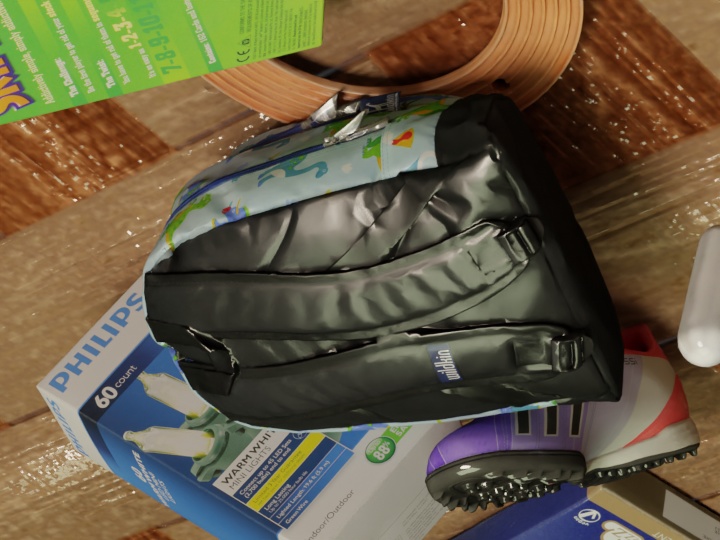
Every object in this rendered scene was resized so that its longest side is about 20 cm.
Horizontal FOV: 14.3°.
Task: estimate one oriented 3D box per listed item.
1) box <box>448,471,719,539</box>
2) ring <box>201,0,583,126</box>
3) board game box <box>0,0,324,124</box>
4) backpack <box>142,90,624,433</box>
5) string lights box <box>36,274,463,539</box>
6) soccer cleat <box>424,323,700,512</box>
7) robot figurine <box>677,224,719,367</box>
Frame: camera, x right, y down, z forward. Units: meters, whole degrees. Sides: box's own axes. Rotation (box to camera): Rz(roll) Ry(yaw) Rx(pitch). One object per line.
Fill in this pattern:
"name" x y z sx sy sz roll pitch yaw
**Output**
"box" 0.115 0.174 1.620 0.121 0.032 0.200 31 139 -24
"ring" 0.000 -0.128 1.271 0.200 0.019 0.200 7 143 5
"board game box" -0.111 -0.108 1.211 0.200 0.030 0.096 -17 148 -15
"backpack" 0.000 0.000 1.315 0.200 0.154 0.163 -22 123 13
"string lights box" -0.051 0.077 1.405 0.200 0.103 0.059 27 156 36
"soccer cleat" 0.091 0.069 1.377 0.068 0.073 0.200 -22 170 37
"robot figurine" 0.223 0.028 1.265 0.169 0.200 0.113 11 143 -1
